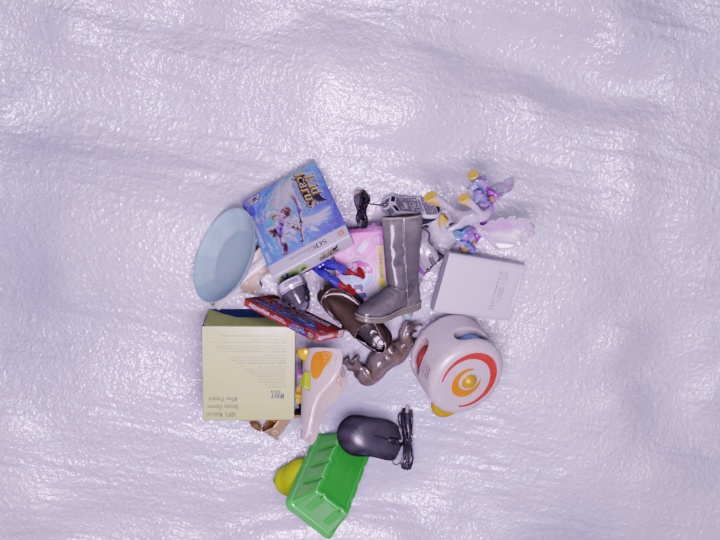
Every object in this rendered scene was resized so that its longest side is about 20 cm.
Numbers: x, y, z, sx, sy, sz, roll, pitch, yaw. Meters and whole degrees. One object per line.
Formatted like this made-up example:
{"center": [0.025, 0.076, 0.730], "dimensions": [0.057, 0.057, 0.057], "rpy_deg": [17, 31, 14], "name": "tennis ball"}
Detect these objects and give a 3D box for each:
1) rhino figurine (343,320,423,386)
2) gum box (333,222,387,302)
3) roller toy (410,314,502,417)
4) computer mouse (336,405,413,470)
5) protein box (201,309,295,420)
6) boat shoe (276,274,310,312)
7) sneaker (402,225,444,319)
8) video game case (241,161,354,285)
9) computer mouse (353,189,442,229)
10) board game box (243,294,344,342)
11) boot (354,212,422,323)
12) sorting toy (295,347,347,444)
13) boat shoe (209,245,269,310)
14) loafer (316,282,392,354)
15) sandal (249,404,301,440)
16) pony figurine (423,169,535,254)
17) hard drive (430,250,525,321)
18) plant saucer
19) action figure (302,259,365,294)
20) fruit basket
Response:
{"center": [0.060, 0.180, 1.653], "dimensions": [0.198, 0.060, 0.088], "rpy_deg": [-37, 104, 1], "name": "rhino figurine"}
{"center": [0.000, 0.000, 1.603], "dimensions": [0.110, 0.066, 0.205], "rpy_deg": [-5, 103, -3], "name": "gum box"}
{"center": [0.208, 0.207, 1.607], "dimensions": [0.198, 0.140, 0.184], "rpy_deg": [-36, 125, 0], "name": "roller toy"}
{"center": [0.043, 0.365, 1.643], "dimensions": [0.196, 0.053, 0.142], "rpy_deg": [10, 71, -26], "name": "computer mouse"}
{"center": [-0.236, 0.199, 1.589], "dimensions": [0.193, 0.135, 0.205], "rpy_deg": [0, 102, -6], "name": "protein box"}
{"center": [-0.129, 0.054, 1.532], "dimensions": [0.069, 0.200, 0.067], "rpy_deg": [-27, 86, -9], "name": "boat shoe"}
{"center": [0.135, 0.002, 1.612], "dimensions": [0.136, 0.078, 0.205], "rpy_deg": [-11, 108, -7], "name": "sneaker"}
{"center": [-0.130, -0.099, 1.522], "dimensions": [0.178, 0.046, 0.203], "rpy_deg": [-27, 63, 1], "name": "video game case"}
{"center": [0.079, -0.123, 1.578], "dimensions": [0.195, 0.111, 0.045], "rpy_deg": [4, 129, -14], "name": "computer mouse"}
{"center": [-0.138, 0.097, 1.542], "dimensions": [0.197, 0.102, 0.020], "rpy_deg": [23, 102, 29], "name": "board game box"}
{"center": [0.060, -0.008, 1.507], "dimensions": [0.179, 0.072, 0.205], "rpy_deg": [-17, 116, -38], "name": "boot"}
{"center": [-0.095, 0.271, 1.565], "dimensions": [0.104, 0.201, 0.184], "rpy_deg": [8, 71, 5], "name": "sorting toy"}
{"center": [-0.237, 0.018, 1.581], "dimensions": [0.200, 0.075, 0.068], "rpy_deg": [-44, 101, 7], "name": "boat shoe"}
{"center": [-0.007, 0.101, 1.554], "dimensions": [0.199, 0.071, 0.073], "rpy_deg": [38, 99, -12], "name": "loafer"}
{"center": [-0.178, 0.344, 1.657], "dimensions": [0.206, 0.078, 0.072], "rpy_deg": [-7, 97, -9], "name": "sandal"}
{"center": [0.247, -0.120, 1.554], "dimensions": [0.190, 0.169, 0.200], "rpy_deg": [-25, 142, 14], "name": "pony figurine"}
{"center": [0.259, 0.036, 1.628], "dimensions": [0.195, 0.026, 0.135], "rpy_deg": [8, 107, -22], "name": "hard drive"}
{"center": [-0.270, -0.026, 1.528], "dimensions": [0.038, 0.201, 0.203], "rpy_deg": [24, 102, -42], "name": "plant saucer"}
{"center": [-0.090, -0.022, 1.532], "dimensions": [0.066, 0.198, 0.099], "rpy_deg": [-55, 135, -17], "name": "action figure"}
{"center": [-0.097, 0.476, 1.656], "dimensions": [0.155, 0.216, 0.217], "rpy_deg": [39, 96, -11], "name": "fruit basket"}
